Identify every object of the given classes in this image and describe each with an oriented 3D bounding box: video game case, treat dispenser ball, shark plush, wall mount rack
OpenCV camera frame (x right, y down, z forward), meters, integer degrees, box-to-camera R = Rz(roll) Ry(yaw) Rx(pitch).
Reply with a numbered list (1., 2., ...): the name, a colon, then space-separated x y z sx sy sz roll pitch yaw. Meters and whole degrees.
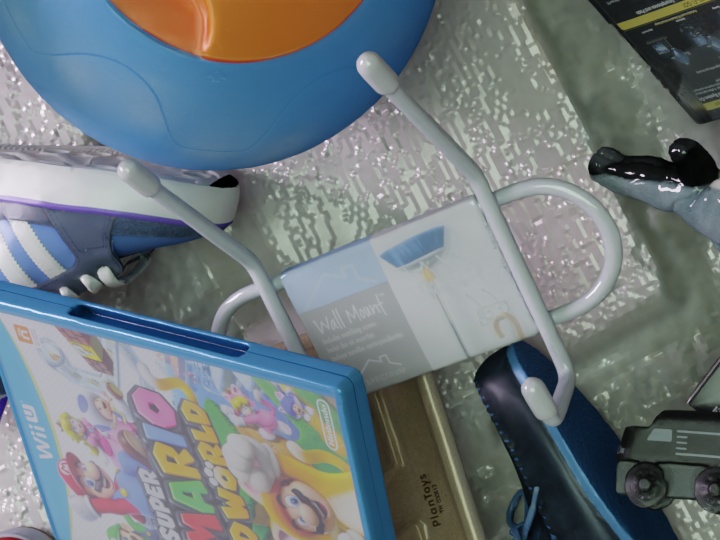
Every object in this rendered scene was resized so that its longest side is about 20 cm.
1. video game case: -0.073 0.084 0.786 0.199 0.018 0.144 12 129 33
2. treat dispenser ball: -0.063 -0.144 0.768 0.200 0.201 0.202 1 92 15
3. shark plush: 0.170 0.003 0.703 0.199 0.091 0.084 25 116 18
4. wall mount rack: 0.000 0.000 0.751 0.199 0.075 0.174 -21 105 24

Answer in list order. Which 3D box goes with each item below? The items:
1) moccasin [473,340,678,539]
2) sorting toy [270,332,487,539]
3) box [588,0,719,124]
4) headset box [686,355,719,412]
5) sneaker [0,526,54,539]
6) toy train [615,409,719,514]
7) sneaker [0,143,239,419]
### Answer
1. moccasin: 0.100 0.129 0.799 0.068 0.080 0.201 -34 81 23
2. sorting toy: -0.031 0.131 0.847 0.199 0.036 0.186 -21 81 23
3. box: 0.149 -0.141 0.696 0.161 0.200 0.049 47 68 -13
4. headset box: 0.256 0.018 0.755 0.149 0.077 0.200 36 100 11
5. sneaker: -0.236 0.204 0.872 0.200 0.112 0.071 -46 81 12
6. toy train: 0.201 0.078 0.718 0.199 0.034 0.046 2 81 16
7. sneaker: -0.155 0.017 0.868 0.199 0.081 0.147 4 101 11
